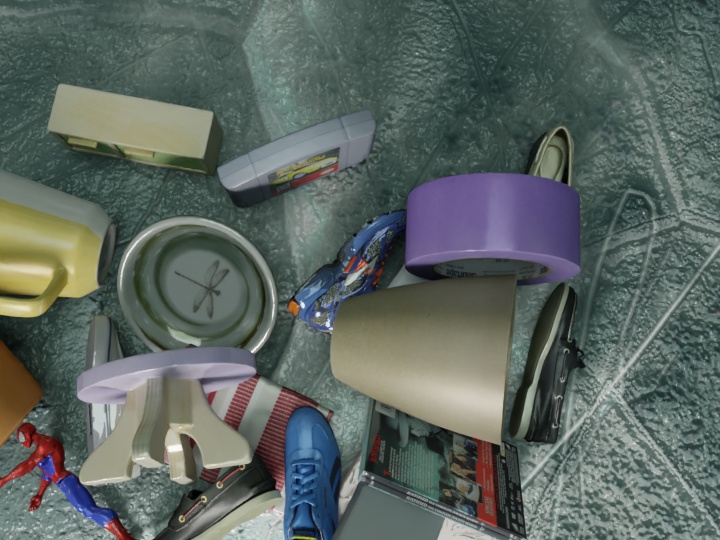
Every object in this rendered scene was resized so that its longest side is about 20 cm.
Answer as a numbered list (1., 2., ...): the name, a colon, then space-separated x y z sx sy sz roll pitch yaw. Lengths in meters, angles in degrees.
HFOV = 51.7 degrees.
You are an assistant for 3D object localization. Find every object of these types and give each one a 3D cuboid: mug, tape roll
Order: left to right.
1. mug: -0.385 -0.018 0.891 0.151 0.150 0.189 11 67 -9
2. tape roll: 0.150 -0.040 0.854 0.197 0.200 0.086 4 79 -1

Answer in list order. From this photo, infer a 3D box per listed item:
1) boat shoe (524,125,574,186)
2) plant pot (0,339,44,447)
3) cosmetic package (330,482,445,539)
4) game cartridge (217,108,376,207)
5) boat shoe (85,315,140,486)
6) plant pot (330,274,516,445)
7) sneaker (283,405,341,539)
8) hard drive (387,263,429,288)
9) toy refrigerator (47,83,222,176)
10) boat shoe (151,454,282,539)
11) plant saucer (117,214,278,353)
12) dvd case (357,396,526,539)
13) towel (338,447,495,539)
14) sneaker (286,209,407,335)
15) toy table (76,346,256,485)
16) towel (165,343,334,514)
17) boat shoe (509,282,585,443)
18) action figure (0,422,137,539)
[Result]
1. boat shoe: 0.239 -0.085 0.960 0.070 0.063 0.203 12 81 -2
2. plant pot: -0.460 0.152 0.842 0.140 0.200 0.201 40 81 -11
3. cosmetic package: 0.015 0.312 0.799 0.101 0.072 0.201 30 46 2
4. game cartridge: -0.075 -0.137 0.923 0.198 0.133 0.041 -23 81 -5
5. boat shoe: -0.295 0.155 0.907 0.069 0.071 0.203 0 75 -29
6. plant pot: 0.072 0.091 0.853 0.197 0.187 0.190 5 80 13
7. sneaker: -0.057 0.259 0.852 0.065 0.078 0.203 -3 83 6
8. hard drive: 0.092 0.054 0.949 0.131 0.025 0.201 36 81 4
9. toy refrigerator: -0.285 -0.175 0.952 0.197 0.076 0.071 11 80 -1
10. boat shoe: -0.184 0.288 0.871 0.200 0.074 0.063 -36 68 11
11. plant saucer: -0.194 0.023 0.910 0.197 0.050 0.203 2 113 4
12. dvd case: 0.096 0.222 0.859 0.198 0.147 0.022 25 120 -8
13. towel: 0.066 0.298 0.903 0.199 0.032 0.192 32 81 6
14. sneaker: 0.000 0.000 0.940 0.200 0.075 0.078 -44 93 0
15. toy table: -0.211 0.162 0.815 0.197 0.184 0.119 -13 67 10
16. towel: -0.148 0.195 0.907 0.198 0.023 0.146 24 92 2
17. boat shoe: 0.243 0.118 0.920 0.065 0.075 0.202 18 81 -1
18. action figure: -0.360 0.275 0.876 0.099 0.065 0.201 -37 83 -19
